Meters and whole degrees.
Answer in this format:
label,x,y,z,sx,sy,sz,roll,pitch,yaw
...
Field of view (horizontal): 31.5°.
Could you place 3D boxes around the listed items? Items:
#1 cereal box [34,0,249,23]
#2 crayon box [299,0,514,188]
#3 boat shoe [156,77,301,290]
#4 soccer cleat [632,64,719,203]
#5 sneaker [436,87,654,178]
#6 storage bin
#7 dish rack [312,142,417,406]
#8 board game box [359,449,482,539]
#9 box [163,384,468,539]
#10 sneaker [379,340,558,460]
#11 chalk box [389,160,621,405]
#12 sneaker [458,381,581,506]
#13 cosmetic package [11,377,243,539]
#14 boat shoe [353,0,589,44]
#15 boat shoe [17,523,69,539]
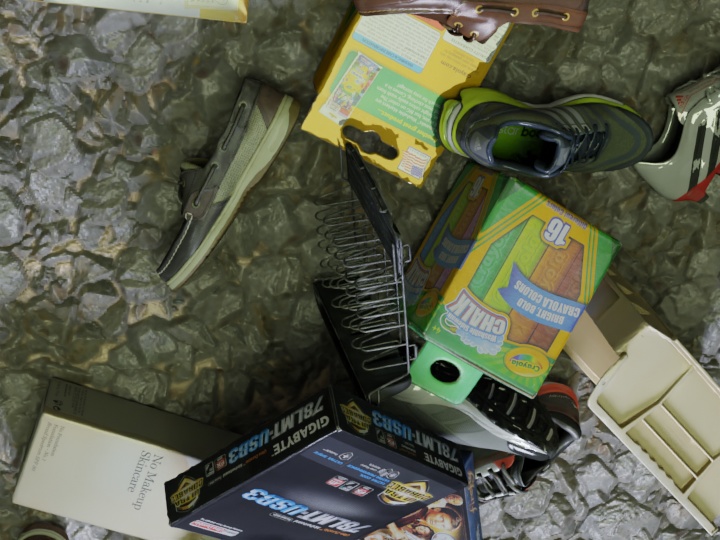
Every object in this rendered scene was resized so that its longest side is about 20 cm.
label,x,y,z,sx,sy,sz,roll,pitch,yaw
cereal box,-0.183,-0.284,1.032,0.197,0.040,0.145,5,111,-9
crayon box,0.044,-0.189,1.093,0.125,0.052,0.201,25,107,-16
boat shoe,-0.127,-0.077,1.112,0.066,0.072,0.202,33,105,-8
soccer cleat,0.320,-0.152,1.136,0.085,0.069,0.201,27,111,-21
sneaker,0.167,-0.107,1.090,0.198,0.081,0.075,-2,118,-20
storage bin,0.258,0.098,1.157,0.094,0.200,0.199,-42,111,9
dish rack,0.000,0.000,1.090,0.054,0.154,0.201,-16,134,-13
board game box,0.054,0.266,1.259,0.134,0.035,0.202,1,115,23
box,-0.037,0.189,1.137,0.198,0.050,0.199,-32,142,24
sneaker,0.092,0.134,1.208,0.198,0.074,0.080,21,124,11
chalk box,0.113,0.024,1.129,0.124,0.124,0.201,27,94,-17
sneaker,0.131,0.189,1.242,0.200,0.082,0.077,-42,111,13
cosmetic package,-0.215,0.187,1.204,0.198,0.073,0.104,18,109,-13
boat shoe,0.092,-0.214,1.022,0.198,0.072,0.068,-6,111,-8
boat shoe,-0.330,0.352,1.255,0.074,0.075,0.205,6,111,-9
